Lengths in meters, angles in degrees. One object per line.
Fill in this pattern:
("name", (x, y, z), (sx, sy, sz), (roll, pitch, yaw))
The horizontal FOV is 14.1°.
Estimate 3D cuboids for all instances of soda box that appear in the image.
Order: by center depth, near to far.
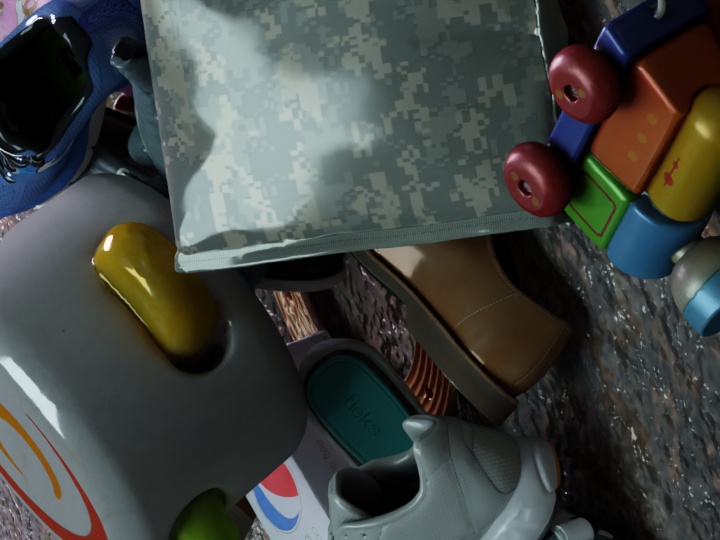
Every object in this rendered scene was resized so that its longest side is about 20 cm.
("soda box", (-0.006, 0.137, 1.584), (0.200, 0.064, 0.068), (59, 146, 19))

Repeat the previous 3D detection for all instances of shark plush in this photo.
("shark plush", (-0.075, -0.065, 1.442), (0.200, 0.090, 0.084), (88, 178, -66))

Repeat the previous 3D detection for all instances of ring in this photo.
("ring", (0.000, 0.000, 1.570), (0.200, 0.019, 0.201), (43, 143, 44))

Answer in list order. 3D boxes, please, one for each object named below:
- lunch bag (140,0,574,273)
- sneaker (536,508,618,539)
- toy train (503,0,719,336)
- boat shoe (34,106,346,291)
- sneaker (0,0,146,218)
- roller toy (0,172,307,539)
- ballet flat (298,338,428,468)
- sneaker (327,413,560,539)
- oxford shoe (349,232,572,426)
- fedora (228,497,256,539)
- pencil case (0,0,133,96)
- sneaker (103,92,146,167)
("lunch bag", (0.010, -0.093, 1.348), (0.199, 0.117, 0.165), (-5, 96, 29))
("sneaker", (0.121, 0.207, 1.420), (0.130, 0.079, 0.200), (148, 110, -72))
("toy train", (0.143, -0.063, 1.189), (0.116, 0.085, 0.200), (48, 149, 16))
("boat shoe", (-0.097, -0.043, 1.568), (0.199, 0.076, 0.061), (17, 112, 15))
("sneaker", (-0.174, -0.087, 1.502), (0.079, 0.089, 0.200), (49, 135, 7))
("roller toy", (-0.122, 0.048, 1.483), (0.182, 0.140, 0.200), (28, 150, 48))
("ballet flat", (0.036, 0.114, 1.524), (0.200, 0.069, 0.069), (55, 156, -11))
("sneaker", (0.008, 0.138, 1.443), (0.200, 0.092, 0.076), (-51, 26, 28))
("oxford shoe", (0.034, -0.015, 1.445), (0.200, 0.071, 0.071), (49, -173, 28))
("fedora", (-0.106, 0.099, 1.684), (0.200, 0.082, 0.201), (36, 171, 6))
("pencil case", (-0.157, -0.142, 1.578), (0.199, 0.083, 0.087), (15, 124, 34))
("sneaker", (-0.111, -0.059, 1.666), (0.078, 0.082, 0.200), (22, 123, -2))
